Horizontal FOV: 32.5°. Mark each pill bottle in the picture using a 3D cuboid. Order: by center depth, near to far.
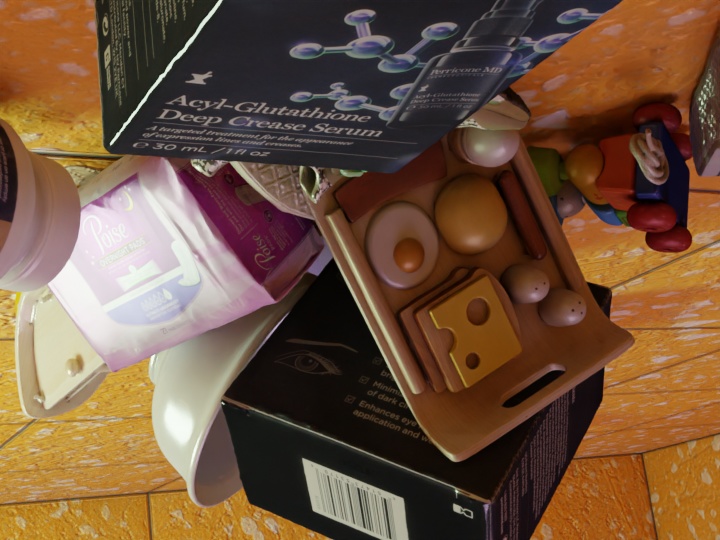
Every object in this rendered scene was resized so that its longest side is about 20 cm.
[{"bbox_3d":[-0.247,-0.043,0.662,0.110,0.113,0.199,-15,163,27],"label":"pill bottle"}]

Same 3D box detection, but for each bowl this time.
[{"bbox_3d":[-0.096,0.070,0.937,0.090,0.202,0.201,33,175,17],"label":"bowl"}]

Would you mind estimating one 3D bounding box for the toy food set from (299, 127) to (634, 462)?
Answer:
[{"bbox_3d":[0.068,-0.009,0.724,0.142,0.202,0.060,-30,-168,-17],"label":"toy food set"}]

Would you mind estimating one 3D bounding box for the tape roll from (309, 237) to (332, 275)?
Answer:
[{"bbox_3d":[0.037,0.011,1.105,0.196,0.067,0.200,-6,165,-2],"label":"tape roll"}]

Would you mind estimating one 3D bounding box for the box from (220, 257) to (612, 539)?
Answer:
[{"bbox_3d":[0.045,0.087,0.843,0.194,0.201,0.119,18,138,25],"label":"box"}]

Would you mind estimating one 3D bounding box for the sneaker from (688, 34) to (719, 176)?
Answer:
[{"bbox_3d":[0.254,-0.104,0.764,0.078,0.080,0.200,-5,177,8],"label":"sneaker"}]

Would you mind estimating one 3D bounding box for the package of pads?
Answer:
[{"bbox_3d":[-0.129,-0.017,0.800,0.199,0.121,0.076,-23,-161,45],"label":"package of pads"}]

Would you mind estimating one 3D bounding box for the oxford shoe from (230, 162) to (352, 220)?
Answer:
[{"bbox_3d":[-0.021,-0.066,0.748,0.199,0.076,0.058,27,-176,-39],"label":"oxford shoe"}]

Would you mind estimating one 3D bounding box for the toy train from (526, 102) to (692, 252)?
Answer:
[{"bbox_3d":[0.162,-0.071,0.854,0.114,0.086,0.200,1,170,24],"label":"toy train"}]

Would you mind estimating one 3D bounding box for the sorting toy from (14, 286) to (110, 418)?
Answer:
[{"bbox_3d":[-0.178,0.031,1.027,0.178,0.108,0.199,-9,164,-37],"label":"sorting toy"}]

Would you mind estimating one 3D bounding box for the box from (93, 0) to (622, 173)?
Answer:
[{"bbox_3d":[-0.007,-0.126,0.487,0.146,0.109,0.200,1,162,-28],"label":"box"}]

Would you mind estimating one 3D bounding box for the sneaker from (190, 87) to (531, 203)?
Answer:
[{"bbox_3d":[-0.006,-0.081,0.657,0.197,0.077,0.090,4,119,-18],"label":"sneaker"}]

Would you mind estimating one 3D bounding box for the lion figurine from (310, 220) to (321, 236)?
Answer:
[{"bbox_3d":[-0.055,-0.040,0.878,0.198,0.074,0.122,-2,-161,45],"label":"lion figurine"}]
